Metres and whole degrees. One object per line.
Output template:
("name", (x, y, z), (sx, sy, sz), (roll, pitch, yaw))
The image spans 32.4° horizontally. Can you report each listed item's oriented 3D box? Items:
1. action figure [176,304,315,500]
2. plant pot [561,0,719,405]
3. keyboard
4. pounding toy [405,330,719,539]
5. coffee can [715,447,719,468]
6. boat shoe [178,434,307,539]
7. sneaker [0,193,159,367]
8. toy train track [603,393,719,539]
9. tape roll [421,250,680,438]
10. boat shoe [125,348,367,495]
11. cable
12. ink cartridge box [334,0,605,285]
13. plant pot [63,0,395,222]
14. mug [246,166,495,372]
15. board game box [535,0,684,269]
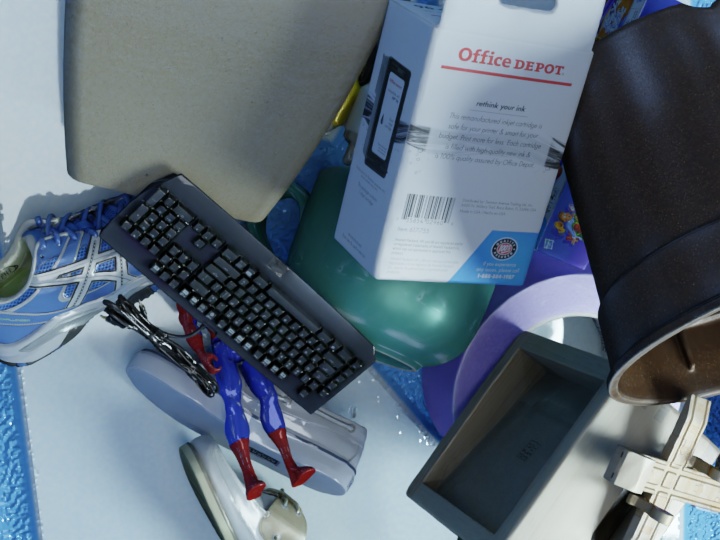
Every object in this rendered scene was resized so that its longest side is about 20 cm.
("action figure", (-0.091, 0.065, 0.922), (0.065, 0.052, 0.201), (-14, 68, -24))
("plant pot", (0.219, -0.046, 0.776), (0.199, 0.201, 0.200), (-11, 67, -12))
("keyboard", (-0.097, 0.032, 0.843), (0.127, 0.021, 0.200), (-38, 112, 24))
("pounding toy", (0.137, 0.174, 0.906), (0.142, 0.184, 0.200), (39, 83, -19))
("coffee can", (0.387, 0.086, 1.044), (0.145, 0.146, 0.202), (2, 103, -15))
("boat shoe", (-0.079, 0.206, 0.995), (0.068, 0.075, 0.201), (-31, 116, -12))
("sneaker", (-0.198, -0.011, 0.894), (0.200, 0.076, 0.077), (-38, 137, -5))
("toy train track", (0.237, 0.151, 0.824), (0.199, 0.032, 0.115), (20, 95, -39))
("tape roll", (0.156, 0.089, 1.018), (0.198, 0.085, 0.202), (-4, 105, -15))
("boat shoe", (-0.087, 0.105, 0.973), (0.199, 0.074, 0.066), (32, 63, -14))
("cable", (0.026, -0.176, 0.935), (0.096, 0.050, 0.202), (12, 101, -18))
("ink cartridge box", (0.067, -0.096, 0.769), (0.115, 0.068, 0.201), (3, 114, -28))
("plant pot", (-0.113, -0.149, 0.842), (0.198, 0.200, 0.178), (13, 112, -17))
("mug", (0.010, 0.004, 0.924), (0.152, 0.184, 0.115), (27, 78, -38))
("board game box", (0.167, -0.114, 0.943), (0.045, 0.134, 0.201), (20, 97, -18))
